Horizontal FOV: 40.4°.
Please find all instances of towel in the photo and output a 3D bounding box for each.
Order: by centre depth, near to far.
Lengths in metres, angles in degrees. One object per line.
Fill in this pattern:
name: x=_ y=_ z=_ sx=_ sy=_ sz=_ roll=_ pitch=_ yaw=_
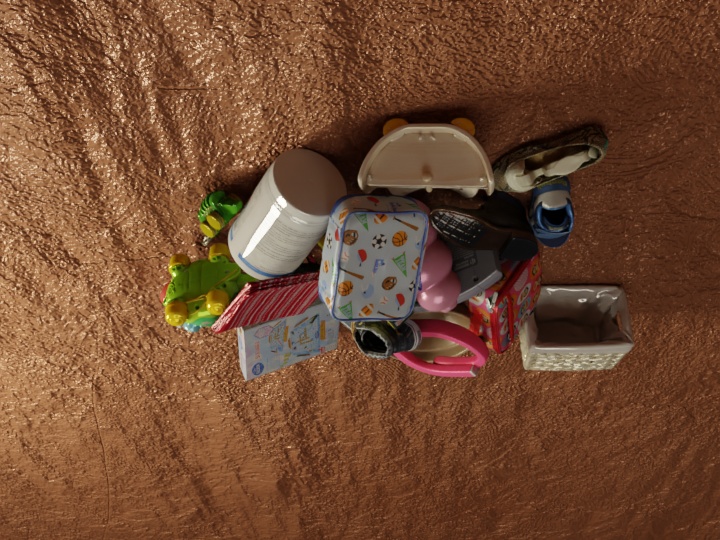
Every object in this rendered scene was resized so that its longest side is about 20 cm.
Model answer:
towel: x=-0.141 y=0.052 z=1.639 sx=0.199 sy=0.023 sz=0.145 roll=-10 pitch=155 yaw=-42

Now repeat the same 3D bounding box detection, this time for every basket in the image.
basket: x=0.407 y=0.116 z=1.888 sx=0.198 sy=0.137 sz=0.124 roll=-1 pitch=149 yaw=-2

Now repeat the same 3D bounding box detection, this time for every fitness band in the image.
fitness band: x=0.137 y=0.140 z=1.764 sx=0.199 sy=0.038 sz=0.144 roll=-5 pitch=140 yaw=44

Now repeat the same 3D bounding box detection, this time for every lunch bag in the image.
lunch bag: x=0.023 y=-0.015 z=1.489 sx=0.159 sy=0.076 sz=0.202 roll=-2 pitch=117 yaw=-23
lunch bag: x=0.250 y=0.054 z=1.747 sx=0.082 sy=0.177 sz=0.201 roll=29 pitch=158 yaw=25

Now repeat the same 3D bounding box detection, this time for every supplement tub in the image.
supplement tub: x=-0.119 y=-0.084 z=1.554 sx=0.131 sy=0.133 sz=0.200 roll=14 pitch=144 yaw=-24

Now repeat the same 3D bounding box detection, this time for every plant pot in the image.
plant pot: x=0.126 y=0.090 z=1.867 sx=0.199 sy=0.093 sz=0.201 roll=-1 pitch=146 yaw=0

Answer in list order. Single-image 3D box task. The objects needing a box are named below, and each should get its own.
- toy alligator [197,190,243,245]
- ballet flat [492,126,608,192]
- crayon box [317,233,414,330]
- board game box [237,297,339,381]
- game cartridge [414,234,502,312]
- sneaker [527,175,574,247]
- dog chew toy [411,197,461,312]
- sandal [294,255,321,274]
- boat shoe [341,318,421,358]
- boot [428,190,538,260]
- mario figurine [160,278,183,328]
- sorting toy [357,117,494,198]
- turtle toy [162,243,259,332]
toy alligator: x=-0.244 y=-0.090 z=1.612 sx=0.054 sy=0.059 sz=0.200 roll=46 pitch=152 yaw=-6
ballet flat: x=0.285 y=-0.162 z=1.510 sx=0.199 sy=0.075 sz=0.068 roll=-20 pitch=115 yaw=25
crayon box: x=0.000 y=0.000 z=1.661 sx=0.051 sy=0.200 sz=0.127 roll=-43 pitch=155 yaw=-3
board game box: x=-0.137 y=0.118 z=1.878 sx=0.198 sy=0.041 sz=0.201 roll=-19 pitch=150 yaw=-17
game cartridge: x=0.146 y=-0.005 z=1.686 sx=0.199 sy=0.134 sz=0.040 roll=-21 pitch=150 yaw=27
sneaker: x=0.317 y=-0.087 z=1.623 sx=0.073 sy=0.083 sz=0.200 roll=-11 pitch=147 yaw=9
dog chew toy: x=0.094 y=-0.019 z=1.612 sx=0.124 sy=0.124 sz=0.201 roll=-31 pitch=95 yaw=37
sandal: x=-0.111 y=-0.007 z=1.760 sx=0.199 sy=0.045 sz=0.075 roll=10 pitch=152 yaw=-40
boat shoe: x=0.007 y=0.096 z=1.734 sx=0.199 sy=0.071 sz=0.090 roll=20 pitch=-155 yaw=40
boot: x=0.198 y=-0.087 z=1.612 sx=0.199 sy=0.098 sz=0.075 roll=19 pitch=136 yaw=-21
mario figurine: x=-0.274 y=0.070 z=1.794 sx=0.199 sy=0.106 sz=0.124 roll=13 pitch=109 yaw=-35
sorting toy: x=0.108 y=-0.149 z=1.508 sx=0.198 sy=0.108 sz=0.180 roll=2 pitch=163 yaw=9
turtle toy: x=-0.243 y=0.037 z=1.673 sx=0.198 sy=0.147 sz=0.101 roll=-13 pitch=137 yaw=10
